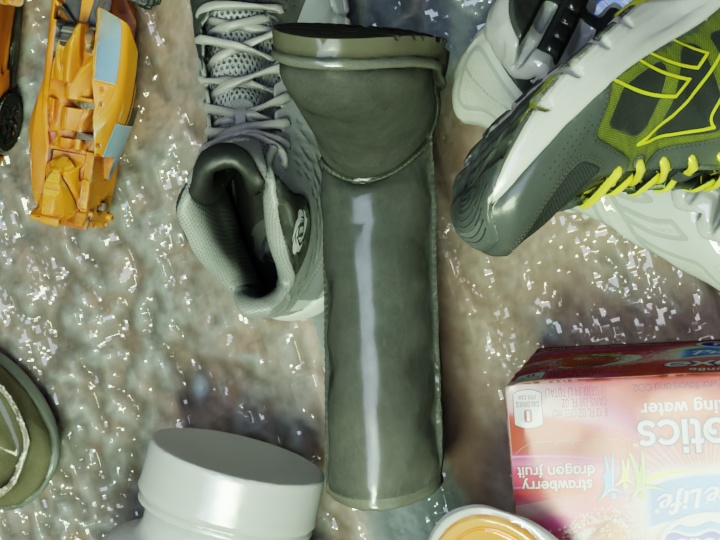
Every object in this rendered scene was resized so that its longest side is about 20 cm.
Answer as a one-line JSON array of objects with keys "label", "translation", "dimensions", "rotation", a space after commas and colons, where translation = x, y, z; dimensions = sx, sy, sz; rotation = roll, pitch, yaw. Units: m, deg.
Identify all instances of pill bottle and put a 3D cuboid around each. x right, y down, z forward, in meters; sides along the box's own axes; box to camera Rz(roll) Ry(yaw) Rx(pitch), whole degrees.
[{"label": "pill bottle", "translation": [-0.078, 0.180, 0.935], "dimensions": [0.111, 0.112, 0.202], "rotation": [15, 97, 12]}]

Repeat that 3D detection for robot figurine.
[{"label": "robot figurine", "translation": [-0.153, -0.126, 0.951], "dimensions": [0.144, 0.058, 0.202], "rotation": [9, 98, 16]}]

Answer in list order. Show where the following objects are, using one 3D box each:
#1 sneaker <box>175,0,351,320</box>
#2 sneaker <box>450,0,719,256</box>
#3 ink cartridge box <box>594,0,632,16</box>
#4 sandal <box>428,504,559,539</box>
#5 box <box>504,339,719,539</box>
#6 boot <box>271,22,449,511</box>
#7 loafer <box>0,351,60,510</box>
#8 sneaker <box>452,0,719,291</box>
[{"label": "sneaker", "translation": [-0.046, -0.074, 0.902], "dimensions": [0.074, 0.115, 0.202], "rotation": [-8, 93, 14]}, {"label": "sneaker", "translation": [0.119, -0.061, 0.806], "dimensions": [0.200, 0.074, 0.085], "rotation": [-41, 92, -27]}, {"label": "ink cartridge box", "translation": [0.144, -0.194, 0.887], "dimensions": [0.119, 0.042, 0.200], "rotation": [46, 105, 6]}, {"label": "sandal", "translation": [0.045, 0.201, 0.853], "dimensions": [0.078, 0.059, 0.209], "rotation": [15, 111, 14]}, {"label": "box", "translation": [0.166, 0.083, 0.875], "dimensions": [0.198, 0.095, 0.101], "rotation": [-4, 96, 14]}, {"label": "boot", "translation": [0.002, 0.000, 0.870], "dimensions": [0.072, 0.182, 0.202], "rotation": [8, 92, 17]}, {"label": "loafer", "translation": [-0.234, 0.049, 0.981], "dimensions": [0.199, 0.070, 0.076], "rotation": [33, 101, 9]}, {"label": "sneaker", "translation": [0.125, -0.044, 0.895], "dimensions": [0.200, 0.075, 0.081], "rotation": [41, 139, -4]}]
